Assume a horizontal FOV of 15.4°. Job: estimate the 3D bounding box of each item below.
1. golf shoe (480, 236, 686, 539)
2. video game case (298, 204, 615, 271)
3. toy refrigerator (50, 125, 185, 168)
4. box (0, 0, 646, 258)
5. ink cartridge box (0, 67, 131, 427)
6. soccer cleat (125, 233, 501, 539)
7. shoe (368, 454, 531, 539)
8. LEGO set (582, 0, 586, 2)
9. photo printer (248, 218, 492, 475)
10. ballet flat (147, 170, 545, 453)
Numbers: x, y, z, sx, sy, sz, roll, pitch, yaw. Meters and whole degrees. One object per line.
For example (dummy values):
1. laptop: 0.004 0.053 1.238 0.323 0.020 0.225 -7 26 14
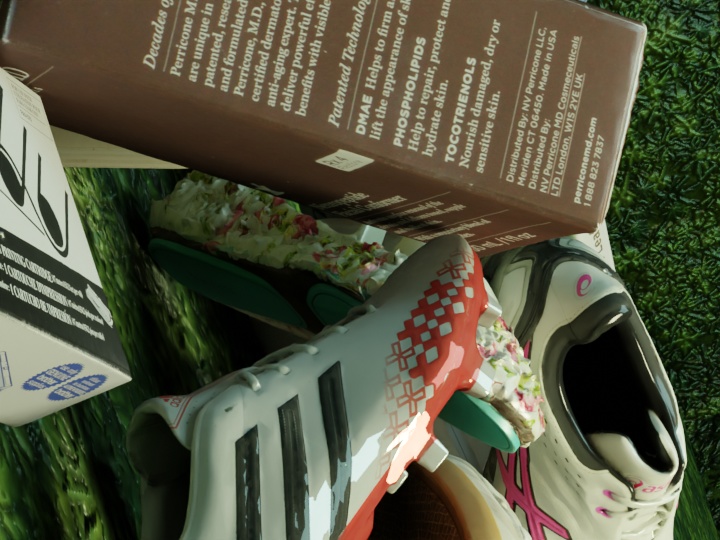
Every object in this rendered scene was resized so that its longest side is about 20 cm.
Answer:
1. golf shoe: 0.089 0.079 1.025 0.092 0.072 0.201 35 -31 55
2. video game case: 0.038 -0.010 1.143 0.200 0.022 0.183 32 -27 37
3. toy refrigerator: -0.085 -0.119 0.976 0.200 0.069 0.076 -95 -172 -59
4. box: -0.023 -0.067 0.830 0.100 0.199 0.075 167 -61 -69
5. ink cartridge box: -0.122 -0.022 0.693 0.200 0.044 0.095 38 31 -73
6. soccer cleat: -0.023 0.050 0.805 0.085 0.069 0.201 37 55 -9
7. shoe: 0.037 0.098 0.944 0.200 0.053 0.071 -172 -97 -81
8. LEGO set: -0.007 -0.122 0.969 0.200 0.115 0.154 54 48 -40
9. photo printer: 0.034 0.070 1.144 0.166 0.069 0.201 21 -39 56
10. ballet flat: 0.000 0.000 0.991 0.199 0.064 0.076 27 -19 35
